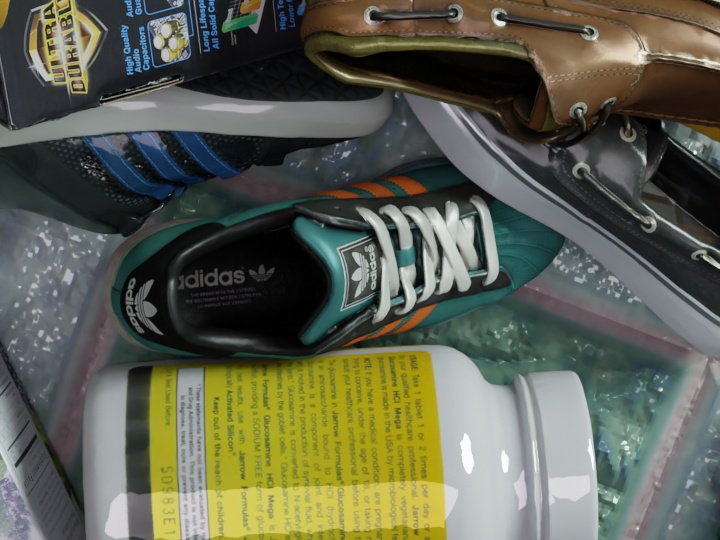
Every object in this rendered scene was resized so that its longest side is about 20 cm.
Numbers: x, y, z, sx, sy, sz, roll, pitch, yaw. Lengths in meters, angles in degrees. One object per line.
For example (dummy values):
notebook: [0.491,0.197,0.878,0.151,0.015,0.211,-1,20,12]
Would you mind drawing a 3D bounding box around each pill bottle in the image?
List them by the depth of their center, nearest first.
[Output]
pill bottle: [-0.008,0.089,0.795,0.198,0.112,0.114,-3,99,-1]

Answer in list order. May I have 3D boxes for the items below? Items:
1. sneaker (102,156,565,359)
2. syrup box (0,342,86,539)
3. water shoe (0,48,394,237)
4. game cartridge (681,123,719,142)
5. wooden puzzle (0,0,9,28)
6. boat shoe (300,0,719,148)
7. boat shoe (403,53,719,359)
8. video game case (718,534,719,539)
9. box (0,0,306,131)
sneaker: [0.000,0.000,0.784,0.198,0.080,0.072,-13,100,-16]
syrup box: [-0.175,0.078,0.802,0.078,0.081,0.201,-24,99,3]
water shoe: [-0.087,-0.058,0.803,0.198,0.072,0.079,-1,132,-9]
game cartridge: [0.171,-0.122,0.732,0.175,0.033,0.201,26,141,9]
wooden puzzle: [-0.181,-0.112,0.699,0.046,0.185,0.201,-11,68,-34]
boat shoe: [0.074,-0.077,0.732,0.198,0.072,0.069,14,65,-2]
boat shoe: [0.104,-0.043,0.797,0.199,0.069,0.057,37,131,-14]
video game case: [0.227,0.111,0.818,0.142,0.019,0.201,22,83,8]
box: [-0.064,-0.173,0.723,0.197,0.050,0.202,-20,117,-25]
